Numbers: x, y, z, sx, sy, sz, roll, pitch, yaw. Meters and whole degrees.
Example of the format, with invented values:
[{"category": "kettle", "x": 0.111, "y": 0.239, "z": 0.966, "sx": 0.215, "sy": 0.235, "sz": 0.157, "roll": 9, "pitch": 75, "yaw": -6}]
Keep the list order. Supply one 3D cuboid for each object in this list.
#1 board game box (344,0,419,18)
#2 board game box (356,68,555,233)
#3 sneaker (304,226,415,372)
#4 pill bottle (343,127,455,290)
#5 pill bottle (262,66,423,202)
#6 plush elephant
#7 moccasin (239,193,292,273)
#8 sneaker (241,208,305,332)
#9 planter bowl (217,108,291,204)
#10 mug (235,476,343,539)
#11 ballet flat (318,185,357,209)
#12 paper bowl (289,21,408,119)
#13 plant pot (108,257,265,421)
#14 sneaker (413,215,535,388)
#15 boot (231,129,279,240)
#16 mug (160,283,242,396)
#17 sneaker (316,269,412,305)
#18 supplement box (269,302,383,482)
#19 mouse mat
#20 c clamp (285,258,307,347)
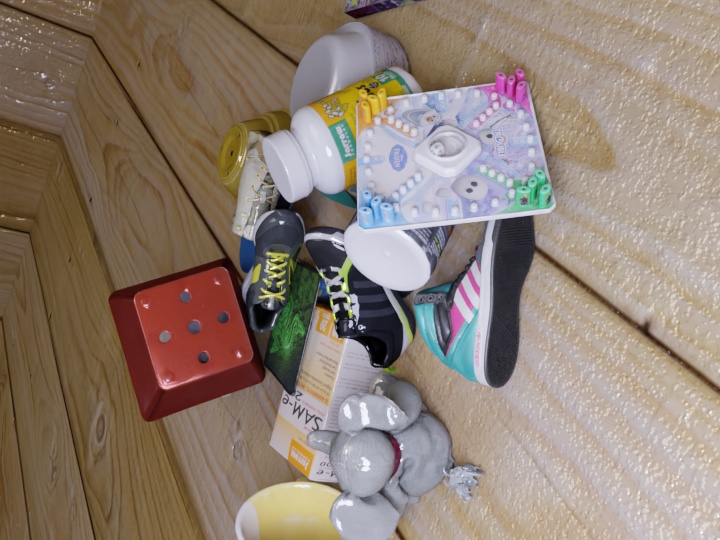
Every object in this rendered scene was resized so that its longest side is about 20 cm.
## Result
[{"category": "board game box", "x": 0.049, "y": -0.442, "z": 1.177, "sx": 0.198, "sy": 0.032, "sz": 0.123, "roll": 11, "pitch": 83, "yaw": 57}, {"category": "board game box", "x": 0.091, "y": -0.132, "z": 0.851, "sx": 0.026, "sy": 0.195, "sz": 0.203, "roll": 76, "pitch": -170, "yaw": -49}, {"category": "sneaker", "x": -0.003, "y": 0.039, "z": 0.938, "sx": 0.071, "sy": 0.201, "sz": 0.083, "roll": -9, "pitch": 38, "yaw": 49}, {"category": "pill bottle", "x": 0.066, "y": -0.085, "z": 0.906, "sx": 0.105, "sy": 0.106, "sz": 0.202, "roll": -23, "pitch": 30, "yaw": 50}, {"category": "pill bottle", "x": -0.018, "y": -0.165, "z": 1.006, "sx": 0.114, "sy": 0.197, "sz": 0.114, "roll": 54, "pitch": 161, "yaw": 28}, {"category": "plush elephant", "x": 0.015, "y": 0.200, "z": 0.881, "sx": 0.198, "sy": 0.152, "sz": 0.169, "roll": 7, "pitch": 85, "yaw": 57}, {"category": "moccasin", "x": -0.132, "y": -0.084, "z": 1.284, "sx": 0.080, "sy": 0.067, "sz": 0.203, "roll": 39, "pitch": 112, "yaw": 45}, {"category": "sneaker", "x": -0.116, "y": 0.005, "z": 1.119, "sx": 0.086, "sy": 0.073, "sz": 0.202, "roll": -104, "pitch": 23, "yaw": -43}, {"category": "planter bowl", "x": -0.191, "y": -0.191, "z": 1.391, "sx": 0.199, "sy": 0.082, "sz": 0.205, "roll": -27, "pitch": 57, "yaw": 49}, {"category": "mug", "x": -0.065, "y": 0.356, "z": 0.982, "sx": 0.147, "sy": 0.186, "sz": 0.157, "roll": 14, "pitch": 114, "yaw": 29}, {"category": "ballet flat", "x": 0.008, "y": -0.115, "z": 1.099, "sx": 0.064, "sy": 0.076, "sz": 0.199, "roll": -49, "pitch": 37, "yaw": -12}, {"category": "paper bowl", "x": -0.028, "y": -0.252, "z": 1.155, "sx": 0.199, "sy": 0.103, "sz": 0.206, "roll": -24, "pitch": 60, "yaw": 51}, {"category": "plant pot", "x": -0.243, "y": 0.090, "z": 1.167, "sx": 0.176, "sy": 0.196, "sz": 0.204, "roll": 149, "pitch": 103, "yaw": -72}, {"category": "sneaker", "x": 0.116, "y": 0.014, "z": 0.870, "sx": 0.119, "sy": 0.083, "sz": 0.205, "roll": 6, "pitch": 85, "yaw": 47}, {"category": "boot", "x": -0.136, "y": -0.119, "z": 1.168, "sx": 0.200, "sy": 0.071, "sz": 0.158, "roll": -150, "pitch": 73, "yaw": -69}, {"category": "mug", "x": -0.283, "y": 0.117, "z": 1.326, "sx": 0.148, "sy": 0.195, "sz": 0.180, "roll": 100, "pitch": 168, "yaw": -79}, {"category": "sneaker", "x": 0.000, "y": 0.000, "z": 1.058, "sx": 0.198, "sy": 0.065, "sz": 0.080, "roll": -9, "pitch": 68, "yaw": 55}, {"category": "supplement box", "x": -0.040, "y": 0.155, "z": 1.054, "sx": 0.125, "sy": 0.072, "sz": 0.205, "roll": 17, "pitch": 93, "yaw": 57}, {"category": "mouse mat", "x": -0.097, "y": 0.071, "z": 1.117, "sx": 0.200, "sy": 0.007, "sz": 0.165, "roll": -161, "pitch": 84, "yaw": -72}, {"category": "c clamp", "x": -0.105, "y": 0.068, "z": 1.180, "sx": 0.200, "sy": 0.026, "sz": 0.175, "roll": -130, "pitch": 50, "yaw": -69}]
